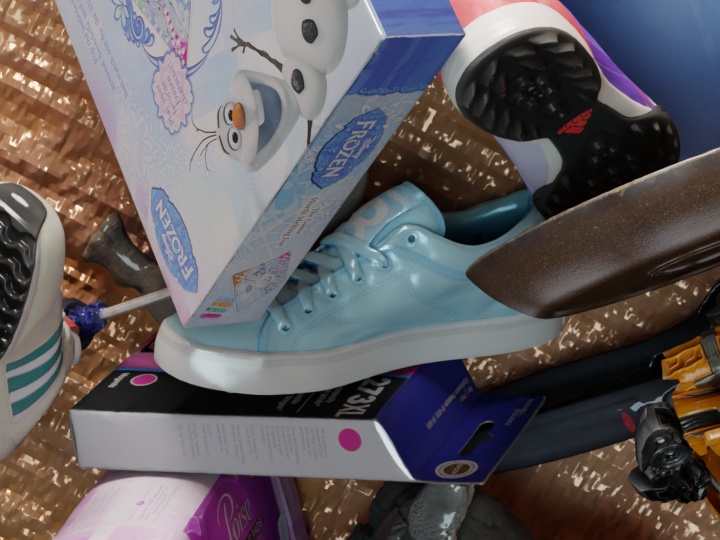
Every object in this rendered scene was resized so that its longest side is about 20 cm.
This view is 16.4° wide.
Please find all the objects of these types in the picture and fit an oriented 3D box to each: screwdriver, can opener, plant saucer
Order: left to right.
[{"bbox_3d":[-0.111,0.015,1.140,0.029,0.028,0.200,22,156,-28],"label":"screwdriver"},{"bbox_3d":[0.129,0.057,1.154,0.200,0.063,0.079,-18,110,16],"label":"can opener"},{"bbox_3d":[0.142,-0.021,1.043,0.200,0.200,0.032,-22,83,17],"label":"plant saucer"}]

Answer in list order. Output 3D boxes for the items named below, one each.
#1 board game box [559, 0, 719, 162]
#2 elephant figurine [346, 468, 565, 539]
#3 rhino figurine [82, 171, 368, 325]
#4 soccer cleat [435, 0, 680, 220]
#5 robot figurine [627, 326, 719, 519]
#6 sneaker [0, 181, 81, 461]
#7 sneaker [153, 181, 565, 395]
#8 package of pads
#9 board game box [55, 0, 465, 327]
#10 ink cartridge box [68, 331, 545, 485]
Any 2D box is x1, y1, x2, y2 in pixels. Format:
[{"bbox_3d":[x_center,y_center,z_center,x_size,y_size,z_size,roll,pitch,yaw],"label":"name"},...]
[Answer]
[{"bbox_3d":[0.144,-0.123,1.088,0.200,0.039,0.158,-17,103,13],"label":"board game box"},{"bbox_3d":[0.084,0.182,1.185,0.200,0.155,0.142,30,98,-6],"label":"elephant figurine"},{"bbox_3d":[-0.045,-0.044,1.137,0.087,0.060,0.200,39,118,-4],"label":"rhino figurine"},{"bbox_3d":[0.075,-0.075,1.017,0.068,0.200,0.073,-34,62,11],"label":"soccer cleat"},{"bbox_3d":[0.197,0.072,1.096,0.145,0.058,0.200,-26,144,15],"label":"robot figurine"},{"bbox_3d":[-0.162,0.022,1.109,0.070,0.093,0.200,38,133,14],"label":"sneaker"},{"bbox_3d":[0.000,0.000,1.118,0.200,0.074,0.082,-10,112,-27],"label":"sneaker"},{"bbox_3d":[-0.085,0.148,1.154,0.075,0.200,0.121,-7,109,17],"label":"package of pads"},{"bbox_3d":[-0.053,-0.113,1.016,0.043,0.200,0.199,-6,150,-34],"label":"board game box"},{"bbox_3d":[-0.024,0.062,1.141,0.199,0.095,0.037,3,112,22],"label":"ink cartridge box"}]
